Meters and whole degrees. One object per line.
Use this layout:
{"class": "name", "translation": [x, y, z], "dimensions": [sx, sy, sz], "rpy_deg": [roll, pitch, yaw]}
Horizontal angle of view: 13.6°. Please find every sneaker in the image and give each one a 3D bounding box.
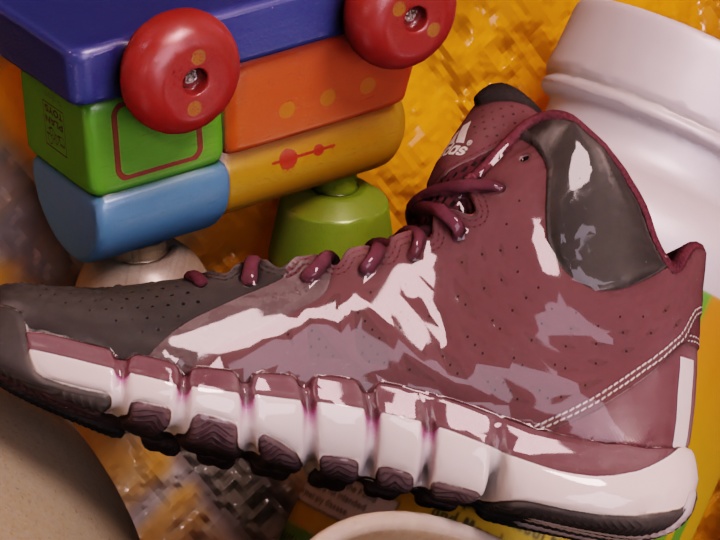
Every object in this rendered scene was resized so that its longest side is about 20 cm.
{"class": "sneaker", "translation": [0.000, 0.000, 0.808], "dimensions": [0.199, 0.076, 0.116], "rpy_deg": [13, 81, -7]}

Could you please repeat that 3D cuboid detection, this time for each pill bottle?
{"class": "pill bottle", "translation": [0.060, 0.027, 0.888], "dimensions": [0.111, 0.111, 0.200], "rpy_deg": [26, 87, -27]}

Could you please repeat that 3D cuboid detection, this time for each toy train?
{"class": "toy train", "translation": [-0.004, -0.048, 0.870], "dimensions": [0.200, 0.085, 0.116], "rpy_deg": [-18, 121, -28]}

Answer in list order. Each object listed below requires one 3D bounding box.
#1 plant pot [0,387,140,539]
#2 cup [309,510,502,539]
{"class": "plant pot", "translation": [-0.132, 0.116, 0.798], "dimensions": [0.200, 0.134, 0.201], "rpy_deg": [-4, 100, -25]}
{"class": "cup", "translation": [0.006, 0.184, 0.766], "dimensions": [0.200, 0.201, 0.143], "rpy_deg": [32, 122, -27]}
